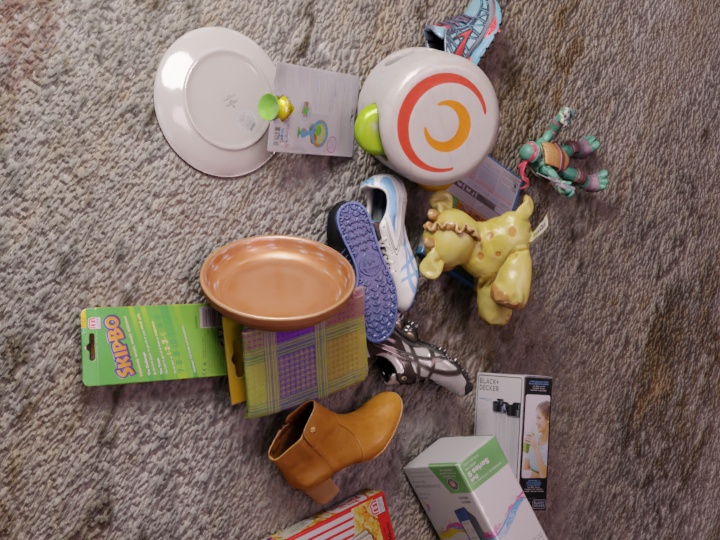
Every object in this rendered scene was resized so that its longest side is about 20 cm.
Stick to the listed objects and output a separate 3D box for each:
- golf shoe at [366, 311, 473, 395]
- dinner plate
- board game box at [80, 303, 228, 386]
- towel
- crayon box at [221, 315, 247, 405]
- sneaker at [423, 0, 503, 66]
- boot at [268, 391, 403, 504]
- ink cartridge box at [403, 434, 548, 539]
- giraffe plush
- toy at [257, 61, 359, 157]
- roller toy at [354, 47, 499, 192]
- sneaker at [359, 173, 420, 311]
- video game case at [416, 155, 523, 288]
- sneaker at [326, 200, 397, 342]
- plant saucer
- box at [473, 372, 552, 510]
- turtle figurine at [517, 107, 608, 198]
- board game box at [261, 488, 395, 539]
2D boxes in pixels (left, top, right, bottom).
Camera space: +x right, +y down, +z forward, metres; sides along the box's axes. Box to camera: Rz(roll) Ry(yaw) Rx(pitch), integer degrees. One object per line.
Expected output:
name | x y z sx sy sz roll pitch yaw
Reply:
golf shoe | 0.076 0.138 1.549 0.200 0.078 0.095 39 78 -20
dinner plate | -0.179 -0.225 1.410 0.199 0.024 0.202 1 89 -35
board game box | -0.259 0.092 1.338 0.199 0.030 0.096 -1 88 -38
towel | -0.069 0.108 1.396 0.199 0.023 0.144 -18 119 -32
crayon box | -0.104 0.088 1.417 0.199 0.051 0.128 -15 110 -35
sneaker | 0.145 -0.353 1.607 0.095 0.079 0.201 36 69 -26
boot | -0.030 0.213 1.445 0.201 0.071 0.144 -49 135 -18
ink cartridge box | 0.171 0.347 1.538 0.087 0.145 0.201 -33 97 -31
giraffe plush | 0.161 -0.029 1.546 0.161 0.201 0.173 9 47 -10
toy | -0.074 -0.218 1.452 0.200 0.047 0.116 -7 105 -60
roller toy | 0.095 -0.221 1.513 0.199 0.140 0.183 30 95 -26
sneaker | 0.037 -0.038 1.524 0.072 0.072 0.201 -10 91 -33
video game case | 0.173 -0.086 1.651 0.143 0.018 0.201 30 71 -31
sneaker | 0.000 0.000 1.486 0.070 0.078 0.201 -14 95 -15
plant saucer | -0.106 0.019 1.362 0.199 0.200 0.038 -20 129 -33
box | 0.229 0.257 1.619 0.060 0.116 0.201 7 85 -32
turtle figurine | 0.319 -0.185 1.707 0.199 0.100 0.151 6 83 -46
board game box | -0.039 0.412 1.466 0.199 0.046 0.152 -19 99 -34
